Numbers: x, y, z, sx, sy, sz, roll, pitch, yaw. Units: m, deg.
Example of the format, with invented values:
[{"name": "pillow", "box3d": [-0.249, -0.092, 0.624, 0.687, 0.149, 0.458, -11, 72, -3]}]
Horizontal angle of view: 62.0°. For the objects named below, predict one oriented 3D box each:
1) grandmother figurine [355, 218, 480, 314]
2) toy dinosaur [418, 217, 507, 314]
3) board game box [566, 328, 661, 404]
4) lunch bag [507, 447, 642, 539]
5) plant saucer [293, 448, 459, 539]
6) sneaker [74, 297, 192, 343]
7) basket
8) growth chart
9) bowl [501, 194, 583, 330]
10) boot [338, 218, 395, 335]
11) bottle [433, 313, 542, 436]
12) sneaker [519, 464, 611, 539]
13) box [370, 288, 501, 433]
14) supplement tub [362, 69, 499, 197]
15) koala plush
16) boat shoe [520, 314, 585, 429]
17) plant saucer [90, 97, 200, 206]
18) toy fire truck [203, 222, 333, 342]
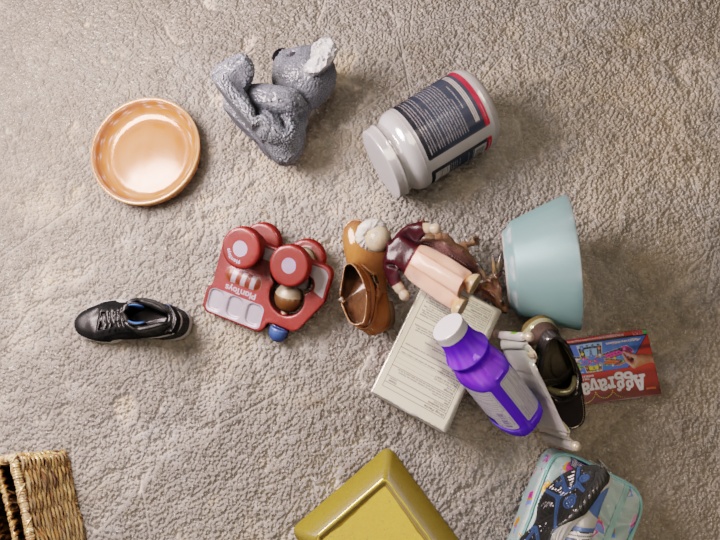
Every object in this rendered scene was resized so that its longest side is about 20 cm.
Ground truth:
[{"name": "grandmother figurine", "box3d": [0.078, -0.018, 0.883, 0.198, 0.061, 0.122, 31, 87, 20]}, {"name": "toy dinosaur", "box3d": [0.147, -0.016, 0.934, 0.197, 0.136, 0.087, 20, 104, -19]}, {"name": "board game box", "box3d": [0.367, 0.159, 0.954, 0.196, 0.019, 0.105, -8, 78, 1]}, {"name": "lunch bag", "box3d": [0.314, 0.373, 0.876, 0.158, 0.077, 0.202, 25, 80, 9]}, {"name": "plant saucer", "box3d": [0.027, 0.410, 0.898, 0.199, 0.049, 0.201, -38, 77, -6]}, {"name": "sneaker", "box3d": [-0.382, 0.073, 0.964, 0.196, 0.112, 0.075, -1, 75, 3]}, {"name": "basket", "box3d": [-0.510, 0.381, 0.880, 0.140, 0.149, 0.203, -20, 77, -2]}, {"name": "growth chart", "box3d": [0.250, 0.173, 0.875, 0.018, 0.145, 0.203, -27, 97, -10]}, {"name": "bowl", "box3d": [0.273, -0.008, 0.917, 0.103, 0.201, 0.205, -5, 76, 14]}, {"name": "boot", "box3d": [0.000, 0.000, 0.934, 0.073, 0.154, 0.203, -22, 76, 15]}, {"name": "bottle", "box3d": [0.172, 0.143, 0.825, 0.065, 0.083, 0.201, -47, 113, -16]}, {"name": "sneaker", "box3d": [0.279, 0.356, 0.815, 0.077, 0.076, 0.201, 41, 82, -12]}, {"name": "box", "box3d": [0.115, 0.130, 0.927, 0.126, 0.109, 0.202, 27, 80, 8]}, {"name": "supplement tub", "box3d": [0.117, -0.225, 0.994, 0.198, 0.141, 0.142, -31, 77, -5]}, {"name": "koala plush", "box3d": [-0.116, -0.302, 1.019, 0.200, 0.177, 0.184, -43, 90, -8]}, {"name": "boat shoe", "box3d": [0.288, 0.163, 0.880, 0.072, 0.065, 0.202, -26, 112, 6]}, {"name": "plant saucer", "box3d": [-0.378, -0.209, 1.069, 0.196, 0.037, 0.204, -1, 78, 3]}, {"name": "toy fire truck", "box3d": [-0.149, 0.022, 0.979, 0.197, 0.112, 0.171, 20, 102, 8]}]
